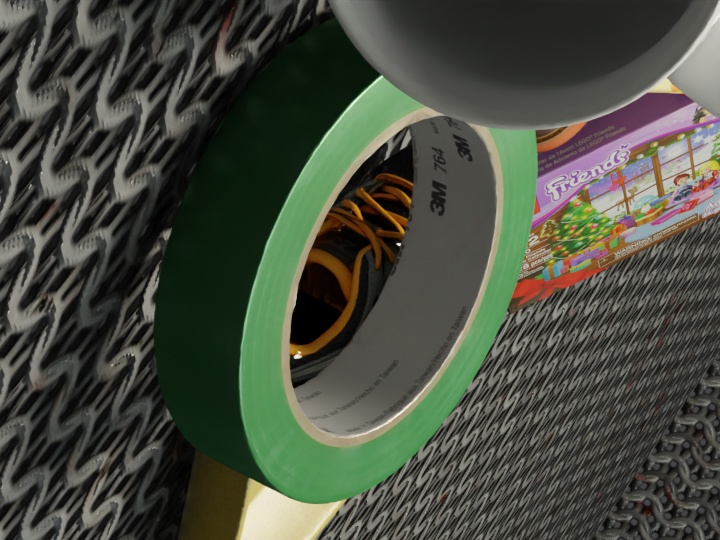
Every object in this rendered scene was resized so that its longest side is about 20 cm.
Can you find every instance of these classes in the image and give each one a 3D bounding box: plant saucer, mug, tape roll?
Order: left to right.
[{"bbox_3d":[-0.029,0.076,1.307,0.200,0.048,0.200,-49,165,-34],"label":"plant saucer"},{"bbox_3d":[-0.002,-0.005,1.066,0.200,0.048,0.201,-34,135,-41],"label":"tape roll"},{"bbox_3d":[0.089,-0.120,0.942,0.148,0.200,0.175,-49,179,16],"label":"mug"}]

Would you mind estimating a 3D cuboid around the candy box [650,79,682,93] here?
[{"bbox_3d":[0.137,-0.143,1.187,0.199,0.055,0.116,-4,113,-49],"label":"candy box"}]

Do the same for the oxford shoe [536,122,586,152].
[{"bbox_3d":[0.130,-0.150,1.316,0.201,0.071,0.073,-57,162,1],"label":"oxford shoe"}]

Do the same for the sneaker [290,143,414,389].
[{"bbox_3d":[0.000,0.000,1.176,0.200,0.078,0.077,-50,158,-31],"label":"sneaker"}]

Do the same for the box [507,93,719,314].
[{"bbox_3d":[0.155,-0.060,1.430,0.199,0.039,0.137,-26,151,-1],"label":"box"}]
